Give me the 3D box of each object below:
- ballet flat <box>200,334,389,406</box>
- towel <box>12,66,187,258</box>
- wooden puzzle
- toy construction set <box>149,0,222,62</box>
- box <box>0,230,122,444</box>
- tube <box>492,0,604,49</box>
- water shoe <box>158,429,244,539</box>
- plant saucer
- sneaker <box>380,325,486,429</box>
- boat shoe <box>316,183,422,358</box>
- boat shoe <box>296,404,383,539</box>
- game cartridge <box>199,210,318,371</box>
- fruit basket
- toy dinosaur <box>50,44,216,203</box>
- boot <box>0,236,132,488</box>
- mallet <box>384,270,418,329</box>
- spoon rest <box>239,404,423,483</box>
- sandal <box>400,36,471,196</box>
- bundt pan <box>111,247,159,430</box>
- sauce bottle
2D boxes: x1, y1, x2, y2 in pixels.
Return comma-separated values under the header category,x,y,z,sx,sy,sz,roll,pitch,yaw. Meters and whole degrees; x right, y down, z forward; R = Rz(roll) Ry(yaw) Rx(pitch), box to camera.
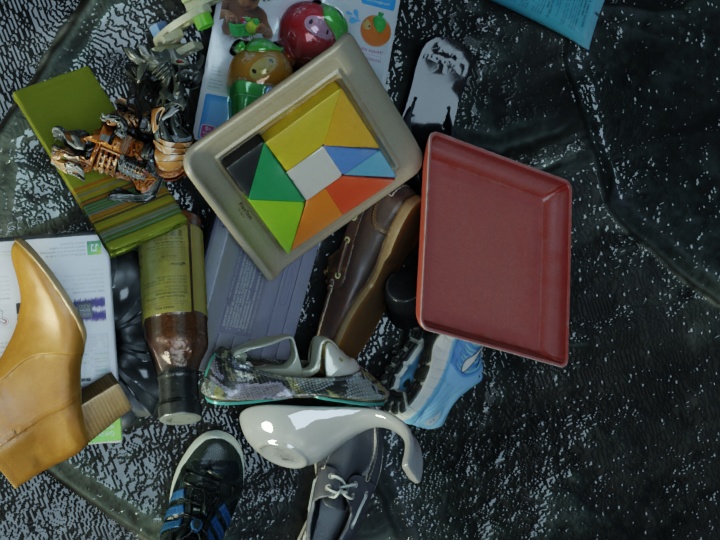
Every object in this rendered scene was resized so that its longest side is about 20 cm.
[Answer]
category,x,y,z,sx,sy,sz,roll,pitch,yaw
ballet flat,-0.057,0.097,1.618,0.199,0.072,0.073,3,96,-27
towel,-0.248,-0.105,1.572,0.086,0.018,0.201,-23,66,-28
wooden puzzle,-0.047,-0.101,1.566,0.200,0.037,0.185,-39,134,-3
toy construction set,-0.196,-0.287,1.580,0.130,0.092,0.201,-23,101,1
box,-0.301,0.067,1.552,0.143,0.036,0.202,-4,96,-13
tube,0.162,-0.296,1.695,0.199,0.050,0.078,18,96,-19
water shoe,-0.163,0.261,1.660,0.071,0.079,0.201,20,91,-15
plant saucer,0.128,-0.016,1.653,0.199,0.037,0.201,16,69,-37
sneaker,0.097,0.074,1.716,0.090,0.078,0.201,38,80,-41
boat shoe,0.000,0.000,1.679,0.070,0.070,0.201,30,100,23
boat shoe,-0.018,0.234,1.699,0.072,0.063,0.201,18,91,-12
game cartridge,-0.105,0.005,1.640,0.129,0.038,0.201,13,93,-42
fruit basket,-0.059,-0.203,1.628,0.184,0.094,0.201,12,90,-14
toy dinosaur,-0.187,-0.129,1.553,0.199,0.102,0.137,3,80,-29
boot,-0.310,0.087,1.496,0.143,0.071,0.202,-31,107,-11
mallet,0.095,-0.018,1.702,0.041,0.066,0.200,35,61,21
spoon rest,-0.028,0.165,1.645,0.061,0.199,0.100,-69,151,-28
sandal,0.067,-0.138,1.688,0.076,0.043,0.202,6,95,-14
bundt pan,-0.261,0.069,1.619,0.200,0.076,0.204,-1,96,-12
sauce bottle,-0.176,0.043,1.560,0.066,0.066,0.201,2,68,-13
